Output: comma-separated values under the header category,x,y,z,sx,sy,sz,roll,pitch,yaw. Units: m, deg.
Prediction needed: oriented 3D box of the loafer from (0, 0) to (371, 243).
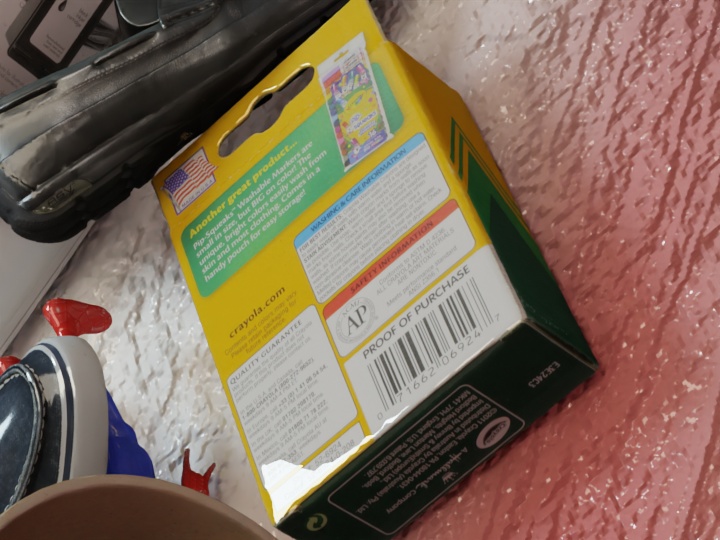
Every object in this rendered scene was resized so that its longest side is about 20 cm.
category,x,y,z,sx,sy,sz,roll,pitch,yaw
loafer,-0.077,-0.091,1.093,0.201,0.068,0.070,-35,81,-12

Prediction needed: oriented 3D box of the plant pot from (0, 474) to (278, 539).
category,x,y,z,sx,sy,sz,roll,pitch,yaw
plant pot,-0.117,0.199,0.923,0.200,0.187,0.187,-39,42,39

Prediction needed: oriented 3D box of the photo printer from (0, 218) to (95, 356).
category,x,y,z,sx,sy,sz,roll,pitch,yaw
photo printer,-0.219,-0.002,1.214,0.200,0.069,0.166,-55,42,0

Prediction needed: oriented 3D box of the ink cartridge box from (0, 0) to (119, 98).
category,x,y,z,sx,sy,sz,roll,pitch,yaw
ink cartridge box,-0.158,-0.135,1.148,0.116,0.068,0.200,23,76,43

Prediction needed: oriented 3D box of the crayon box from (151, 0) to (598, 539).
category,x,y,z,sx,sy,sz,roll,pitch,yaw
crayon box,0.000,0.000,1.017,0.126,0.052,0.200,-41,44,17

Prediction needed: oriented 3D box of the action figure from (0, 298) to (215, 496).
category,x,y,z,sx,sy,sz,roll,pitch,yaw
action figure,-0.093,0.102,1.043,0.065,0.052,0.200,-43,47,22

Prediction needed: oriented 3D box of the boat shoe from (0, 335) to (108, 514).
category,x,y,z,sx,sy,sz,roll,pitch,yaw
boat shoe,-0.170,0.111,1.029,0.071,0.091,0.200,52,125,46
